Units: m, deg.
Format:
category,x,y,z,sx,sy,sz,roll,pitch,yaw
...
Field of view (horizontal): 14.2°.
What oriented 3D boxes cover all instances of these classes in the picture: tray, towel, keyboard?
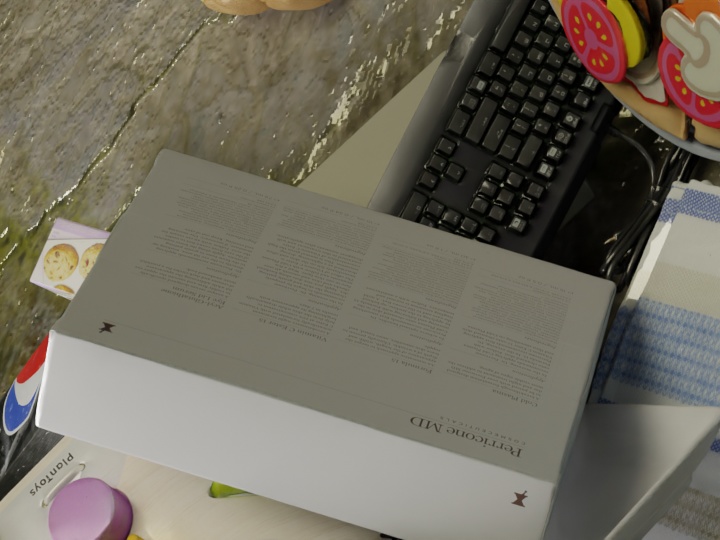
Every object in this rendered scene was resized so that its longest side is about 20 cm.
category,x,y,z,sx,sy,sz,roll,pitch,yaw
tray,0.054,0.125,1.108,0.200,0.022,0.107,-44,19,-22
towel,0.142,0.066,1.145,0.147,0.024,0.201,17,84,52
keyboard,0.094,-0.067,1.223,0.201,0.127,0.021,-63,-1,-8

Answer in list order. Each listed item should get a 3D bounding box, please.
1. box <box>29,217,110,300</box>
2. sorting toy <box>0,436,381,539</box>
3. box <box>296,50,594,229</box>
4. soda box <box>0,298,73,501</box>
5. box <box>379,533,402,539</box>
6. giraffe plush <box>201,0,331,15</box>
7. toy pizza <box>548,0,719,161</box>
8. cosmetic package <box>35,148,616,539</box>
category,x,y,z,sx,sy,sz,roll,pitch,yaw
box,-0.100,0.010,1.470,0.200,0.039,0.042,16,83,54
sorting toy,-0.063,0.139,1.125,0.200,0.107,0.180,-46,43,-2
box,0.000,0.000,1.268,0.200,0.068,0.082,-42,33,-7
soda box,-0.131,0.072,1.399,0.200,0.070,0.064,-50,28,43
box,-0.022,0.115,1.252,0.200,0.049,0.161,0,46,51
giraffe plush,-0.074,-0.250,1.493,0.172,0.162,0.201,6,74,53
toy pizza,0.117,-0.132,1.129,0.200,0.032,0.201,38,142,38
cosmetic package,-0.010,0.032,1.136,0.151,0.199,0.052,-64,-11,-60
